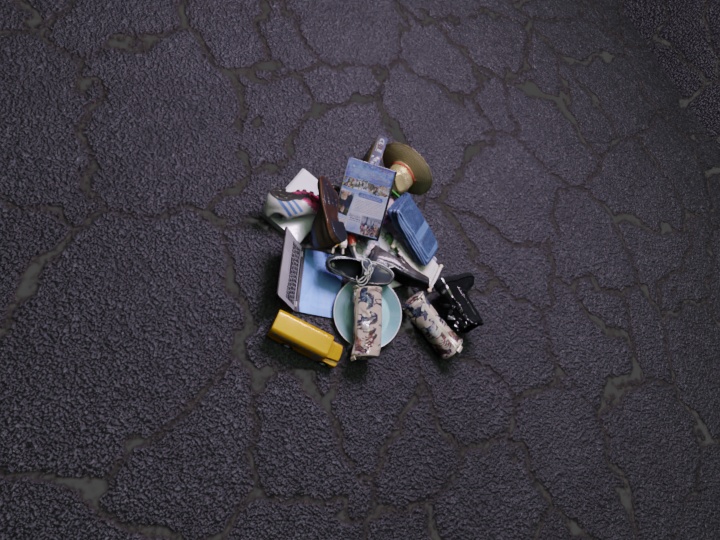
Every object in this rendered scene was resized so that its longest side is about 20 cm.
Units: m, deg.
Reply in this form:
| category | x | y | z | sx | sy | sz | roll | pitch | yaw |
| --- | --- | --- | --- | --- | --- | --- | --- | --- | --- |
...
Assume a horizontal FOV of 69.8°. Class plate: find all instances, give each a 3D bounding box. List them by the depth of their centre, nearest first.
| category | x | y | z | sx | sy | sz | roll | pitch | yaw |
| --- | --- | --- | --- | --- | --- | --- | --- | --- | --- |
| plate | 0.019 | 0.119 | 1.439 | 0.196 | 0.026 | 0.204 | 3 | 77 | -14 |

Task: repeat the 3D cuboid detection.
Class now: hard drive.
| category | x | y | z | sx | sy | sz | roll | pitch | yaw |
| --- | --- | --- | --- | --- | --- | --- | --- | --- | --- |
| hard drive | -0.173 | -0.186 | 1.487 | 0.131 | 0.026 | 0.201 | 38 | 60 | -5 |

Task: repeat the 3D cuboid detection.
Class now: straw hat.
| category | x | y | z | sx | sy | sz | roll | pitch | yaw |
| --- | --- | --- | --- | --- | --- | --- | --- | --- | --- |
| straw hat | 0.117 | -0.275 | 1.548 | 0.201 | 0.201 | 0.085 | 43 | 68 | -2 |

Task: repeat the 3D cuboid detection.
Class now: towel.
| category | x | y | z | sx | sy | sz | roll | pitch | yaw |
| --- | --- | --- | --- | --- | --- | --- | --- | --- | --- |
| towel | 0.160 | -0.122 | 1.514 | 0.201 | 0.048 | 0.112 | 56 | 47 | -19 |

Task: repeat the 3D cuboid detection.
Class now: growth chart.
| category | x | y | z | sx | sy | sz | roll | pitch | yaw |
| --- | --- | --- | --- | --- | --- | --- | --- | --- | --- |
| growth chart | 0.175 | -0.048 | 1.564 | 0.200 | 0.018 | 0.145 | 48 | 47 | -7 |

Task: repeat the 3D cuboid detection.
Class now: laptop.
| category | x | y | z | sx | sy | sz | roll | pitch | yaw |
| --- | --- | --- | --- | --- | --- | --- | --- | --- | --- |
| laptop | -0.129 | 0.010 | 1.384 | 0.114 | 0.200 | 0.190 | -2 | 66 | 13 |

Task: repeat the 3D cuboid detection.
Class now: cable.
| category | x | y | z | sx | sy | sz | roll | pitch | yaw |
| --- | --- | --- | --- | --- | --- | --- | --- | --- | --- |
| cable | -0.046 | -0.147 | 1.469 | 0.095 | 0.050 | 0.204 | -4 | 91 | -17 |

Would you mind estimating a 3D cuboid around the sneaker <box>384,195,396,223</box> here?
| category | x | y | z | sx | sy | sz | roll | pitch | yaw |
| --- | --- | --- | --- | --- | --- | --- | --- | --- | --- |
| sneaker | 0.067 | -0.168 | 1.535 | 0.088 | 0.080 | 0.202 | 28 | 47 | -16 |

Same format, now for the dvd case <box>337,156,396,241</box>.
| category | x | y | z | sx | sy | sz | roll | pitch | yaw |
| --- | --- | --- | --- | --- | --- | --- | --- | --- | --- |
| dvd case | 0.009 | -0.197 | 1.434 | 0.140 | 0.018 | 0.203 | 15 | 94 | -9 |

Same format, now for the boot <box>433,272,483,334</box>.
| category | x | y | z | sx | sy | sz | roll | pitch | yaw |
| --- | --- | --- | --- | --- | --- | --- | --- | --- | --- |
| boot | 0.308 | 0.094 | 1.517 | 0.197 | 0.073 | 0.164 | -6 | 59 | -49 |

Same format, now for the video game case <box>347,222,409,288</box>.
| category | x | y | z | sx | sy | sz | roll | pitch | yaw |
| --- | --- | --- | --- | --- | --- | --- | --- | --- | --- |
| video game case | 0.067 | -0.043 | 1.535 | 0.180 | 0.024 | 0.203 | -18 | 79 | -27 |

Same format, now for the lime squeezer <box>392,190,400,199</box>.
| category | x | y | z | sx | sy | sz | roll | pitch | yaw |
| --- | --- | --- | --- | --- | --- | --- | --- | --- | --- |
| lime squeezer | 0.135 | -0.177 | 1.561 | 0.071 | 0.037 | 0.202 | -44 | 113 | -37 |

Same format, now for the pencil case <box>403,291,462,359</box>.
| category | x | y | z | sx | sy | sz | roll | pitch | yaw |
| --- | --- | --- | --- | --- | --- | --- | --- | --- | --- |
| pencil case | 0.207 | 0.156 | 1.471 | 0.078 | 0.089 | 0.201 | -40 | 89 | -15 |

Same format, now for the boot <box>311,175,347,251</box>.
| category | x | y | z | sx | sy | sz | roll | pitch | yaw |
| --- | --- | --- | --- | --- | --- | --- | --- | --- | --- |
| boot | -0.107 | -0.152 | 1.403 | 0.074 | 0.096 | 0.203 | 11 | 59 | -50 |

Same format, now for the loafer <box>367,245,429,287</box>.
| category | x | y | z | sx | sy | sz | roll | pitch | yaw |
| --- | --- | --- | --- | --- | --- | --- | --- | --- | --- |
| loafer | 0.114 | -0.011 | 1.488 | 0.197 | 0.073 | 0.073 | 24 | 63 | -12 |

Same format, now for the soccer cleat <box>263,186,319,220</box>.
| category | x | y | z | sx | sy | sz | roll | pitch | yaw |
| --- | --- | --- | --- | --- | --- | --- | --- | --- | --- |
| soccer cleat | -0.183 | -0.178 | 1.434 | 0.198 | 0.087 | 0.070 | 3 | 39 | -44 |

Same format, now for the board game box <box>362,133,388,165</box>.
| category | x | y | z | sx | sy | sz | roll | pitch | yaw |
| --- | --- | --- | --- | --- | --- | --- | --- | --- | --- |
| board game box | 0.017 | -0.290 | 1.544 | 0.034 | 0.135 | 0.203 | 25 | 64 | -12 |

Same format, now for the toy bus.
| category | x | y | z | sx | sy | sz | roll | pitch | yaw |
| --- | --- | --- | --- | --- | --- | --- | --- | --- | --- |
| toy bus | -0.138 | 0.178 | 1.332 | 0.198 | 0.078 | 0.066 | 28 | 62 | -10 |

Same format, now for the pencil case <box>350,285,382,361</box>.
| category | x | y | z | sx | sy | sz | roll | pitch | yaw |
| --- | --- | --- | --- | --- | --- | --- | --- | --- | --- |
| pencil case | 0.013 | 0.142 | 1.377 | 0.088 | 0.078 | 0.204 | 8 | 75 | -23 |

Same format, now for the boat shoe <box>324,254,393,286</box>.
| category | x | y | z | sx | sy | sz | roll | pitch | yaw |
| --- | --- | --- | --- | --- | --- | --- | --- | --- | --- |
| boat shoe | 0.000 | 0.000 | 1.408 | 0.197 | 0.062 | 0.076 | 19 | 92 | -8 |
